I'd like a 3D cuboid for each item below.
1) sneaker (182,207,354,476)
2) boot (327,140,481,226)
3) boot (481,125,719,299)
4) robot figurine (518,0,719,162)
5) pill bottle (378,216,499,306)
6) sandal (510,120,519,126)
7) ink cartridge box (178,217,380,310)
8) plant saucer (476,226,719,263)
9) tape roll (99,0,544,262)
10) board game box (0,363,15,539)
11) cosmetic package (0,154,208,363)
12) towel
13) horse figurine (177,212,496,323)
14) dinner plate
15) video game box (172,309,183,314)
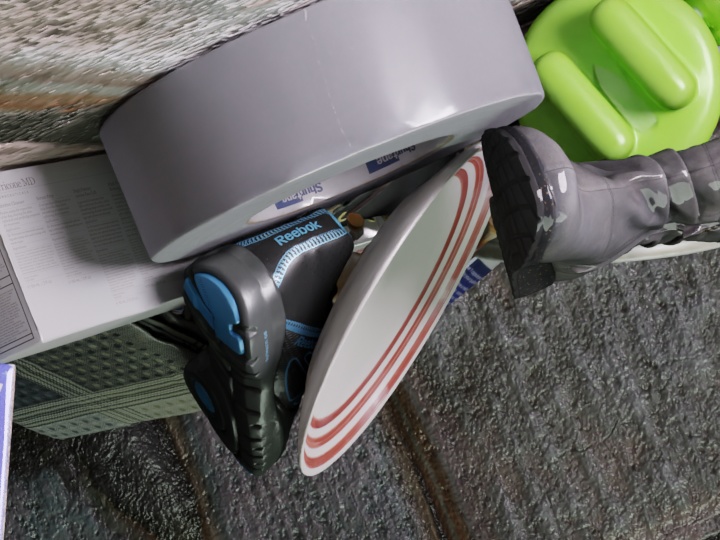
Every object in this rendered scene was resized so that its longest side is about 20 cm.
[{"bbox_3d":[-0.042,0.042,0.930,0.082,0.073,0.200,-33,161,-22],"label":"sneaker"},{"bbox_3d":[-0.029,-0.047,1.087,0.200,0.073,0.150,-32,168,30],"label":"boot"},{"bbox_3d":[0.131,-0.043,0.889,0.131,0.070,0.200,-15,173,3],"label":"boot"},{"bbox_3d":[0.148,-0.102,1.026,0.175,0.116,0.200,-44,174,8],"label":"robot figurine"},{"bbox_3d":[0.040,-0.028,1.355,0.200,0.120,0.120,-39,175,7],"label":"pill bottle"},{"bbox_3d":[0.077,-0.092,1.207,0.076,0.048,0.201,-62,180,24],"label":"sandal"},{"bbox_3d":[-0.055,-0.029,1.207,0.199,0.068,0.115,-18,177,-8],"label":"ink cartridge box"},{"bbox_3d":[0.160,-0.046,1.161,0.199,0.050,0.200,-5,-171,1],"label":"plant saucer"},{"bbox_3d":[-0.017,-0.071,0.831,0.199,0.066,0.200,-23,178,-1],"label":"tape roll"},{"bbox_3d":[-0.261,0.117,0.776,0.199,0.160,0.097,6,167,-20],"label":"board game box"},{"bbox_3d":[-0.127,-0.013,0.895,0.050,0.083,0.200,-21,178,30],"label":"cosmetic package"},{"bbox_3d":[-0.175,0.043,1.030,0.199,0.035,0.192,-13,148,38],"label":"towel"},{"bbox_3d":[0.000,0.000,1.045,0.199,0.050,0.133,-17,164,-34],"label":"horse figurine"},{"bbox_3d":[0.017,0.015,0.930,0.200,0.024,0.200,-54,165,-22],"label":"dinner plate"},{"bbox_3d":[-0.191,0.050,1.186,0.181,0.047,0.200,11,169,-12],"label":"video game box"}]
